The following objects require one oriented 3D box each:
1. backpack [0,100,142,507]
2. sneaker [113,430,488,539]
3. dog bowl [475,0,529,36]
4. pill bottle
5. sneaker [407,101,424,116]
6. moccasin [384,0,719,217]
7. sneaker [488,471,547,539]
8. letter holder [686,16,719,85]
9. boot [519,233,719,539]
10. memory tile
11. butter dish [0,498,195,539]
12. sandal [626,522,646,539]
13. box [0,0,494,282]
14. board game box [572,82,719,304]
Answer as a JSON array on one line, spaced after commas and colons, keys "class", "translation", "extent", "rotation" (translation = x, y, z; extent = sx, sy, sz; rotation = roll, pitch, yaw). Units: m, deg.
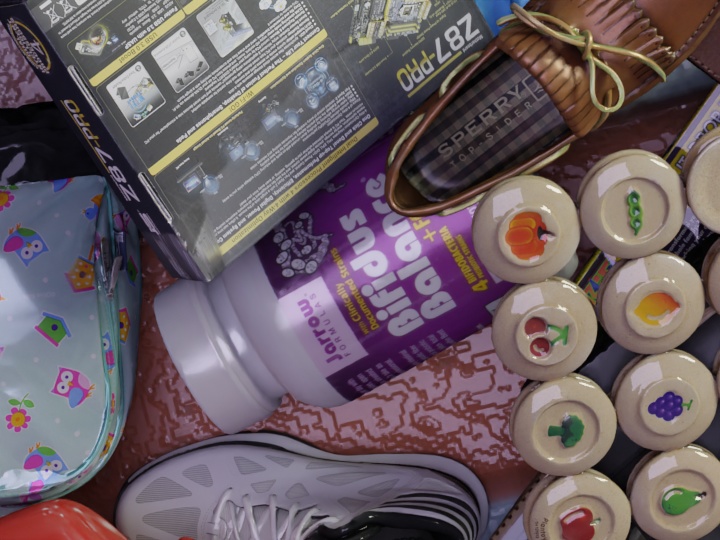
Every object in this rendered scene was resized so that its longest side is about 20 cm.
[{"class": "backpack", "translation": [-0.186, 0.019, 1.253], "extent": [0.166, 0.127, 0.201], "rotation": [-4, 98, 4]}, {"class": "sneaker", "translation": [-0.037, 0.128, 1.250], "extent": [0.199, 0.115, 0.076], "rotation": [-2, 95, 8]}, {"class": "dog bowl", "translation": [0.149, -0.160, 1.232], "extent": [0.199, 0.050, 0.112], "rotation": [-31, 91, 9]}, {"class": "pill bottle", "translation": [0.000, 0.000, 1.235], "extent": [0.199, 0.112, 0.113], "rotation": [-30, 91, 9]}, {"class": "sneaker", "translation": [-0.056, -0.110, 1.252], "extent": [0.199, 0.067, 0.091], "rotation": [-4, 90, 4]}, {"class": "moccasin", "translation": [0.088, -0.093, 1.099], "extent": [0.201, 0.078, 0.074], "rotation": [-32, 100, 23]}, {"class": "sneaker", "translation": [0.107, 0.175, 1.258], "extent": [0.108, 0.070, 0.201], "rotation": [35, 105, 8]}, {"class": "letter holder", "translation": [0.241, -0.133, 1.122], "extent": [0.200, 0.101, 0.142], "rotation": [38, 126, 2]}, {"class": "boot", "translation": [0.197, 0.056, 1.190], "extent": [0.199, 0.078, 0.139], "rotation": [-34, 101, 13]}, {"class": "memory tile", "translation": [0.138, 0.038, 1.134], "extent": [0.152, 0.017, 0.201], "rotation": [-13, 111, -1]}, {"class": "butter dish", "translation": [-0.133, 0.185, 1.215], "extent": [0.147, 0.200, 0.200], "rotation": [-29, 82, -8]}, {"class": "sandal", "translation": [0.210, 0.202, 1.255], "extent": [0.080, 0.057, 0.202], "rotation": [-33, 91, 10]}, {"class": "box", "translation": [-0.050, -0.118, 1.159], "extent": [0.200, 0.049, 0.162], "rotation": [-41, 110, -21]}, {"class": "board game box", "translation": [0.210, 0.005, 1.238], "extent": [0.165, 0.057, 0.200], "rotation": [36, 99, 5]}]
